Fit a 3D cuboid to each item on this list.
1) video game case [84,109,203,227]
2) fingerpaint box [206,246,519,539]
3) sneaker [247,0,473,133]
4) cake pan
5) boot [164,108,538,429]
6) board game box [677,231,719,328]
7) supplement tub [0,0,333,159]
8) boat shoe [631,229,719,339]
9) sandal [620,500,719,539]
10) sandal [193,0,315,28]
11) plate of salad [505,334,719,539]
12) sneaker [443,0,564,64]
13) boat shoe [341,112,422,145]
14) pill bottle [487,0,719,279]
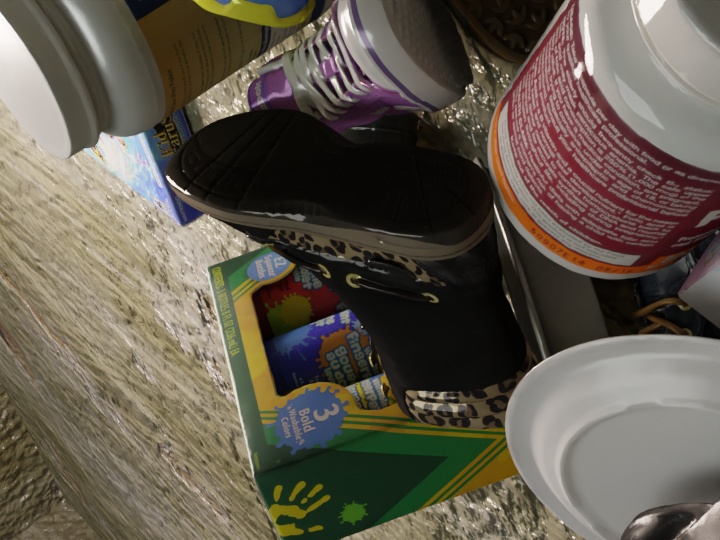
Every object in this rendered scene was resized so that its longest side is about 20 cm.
[{"bbox_3d":[-0.217,-0.156,1.412,0.181,0.045,0.201,37,154,42],"label":"video game case"},{"bbox_3d":[0.007,0.051,0.964,0.200,0.166,0.074,-109,-1,-52],"label":"fingerpaint box"},{"bbox_3d":[-0.008,-0.097,0.812,0.200,0.114,0.073,0,-109,-80],"label":"sneaker"},{"bbox_3d":[0.107,0.030,0.874,0.200,0.037,0.201,-18,-90,-87],"label":"cake pan"},{"bbox_3d":[0.000,0.000,0.815,0.199,0.073,0.151,12,143,37],"label":"boot"},{"bbox_3d":[0.243,0.027,0.604,0.200,0.043,0.199,38,158,2],"label":"board game box"},{"bbox_3d":[-0.126,-0.169,0.955,0.144,0.200,0.145,45,158,23],"label":"supplement tub"},{"bbox_3d":[0.161,0.031,0.792,0.201,0.091,0.071,55,160,-2],"label":"boat shoe"},{"bbox_3d":[0.152,0.119,0.688,0.201,0.075,0.048,-48,35,39],"label":"sandal"},{"bbox_3d":[-0.048,-0.204,0.810,0.087,0.079,0.201,114,161,-47],"label":"sandal"},{"bbox_3d":[0.163,0.087,0.720,0.199,0.048,0.201,16,143,12],"label":"plate of salad"},{"bbox_3d":[0.033,-0.192,0.777,0.201,0.067,0.090,55,176,-17],"label":"sneaker"},{"bbox_3d":[-0.011,-0.086,1.042,0.201,0.073,0.063,-153,70,-71],"label":"boat shoe"},{"bbox_3d":[0.130,-0.078,0.652,0.114,0.114,0.200,52,160,7],"label":"pill bottle"}]
